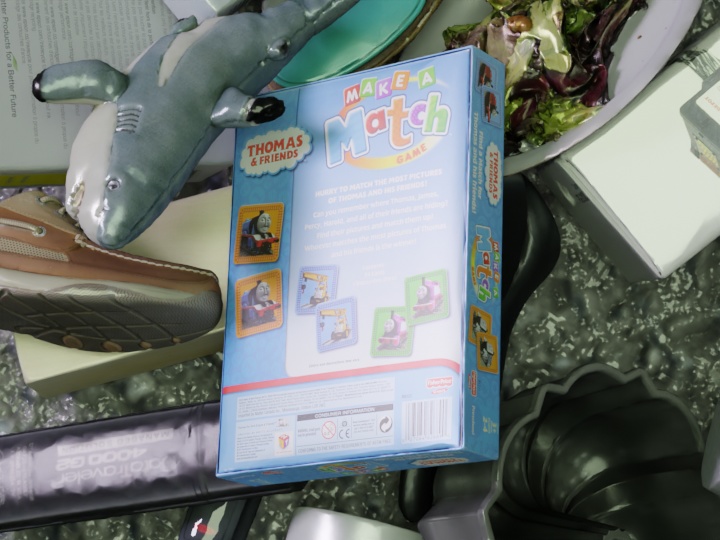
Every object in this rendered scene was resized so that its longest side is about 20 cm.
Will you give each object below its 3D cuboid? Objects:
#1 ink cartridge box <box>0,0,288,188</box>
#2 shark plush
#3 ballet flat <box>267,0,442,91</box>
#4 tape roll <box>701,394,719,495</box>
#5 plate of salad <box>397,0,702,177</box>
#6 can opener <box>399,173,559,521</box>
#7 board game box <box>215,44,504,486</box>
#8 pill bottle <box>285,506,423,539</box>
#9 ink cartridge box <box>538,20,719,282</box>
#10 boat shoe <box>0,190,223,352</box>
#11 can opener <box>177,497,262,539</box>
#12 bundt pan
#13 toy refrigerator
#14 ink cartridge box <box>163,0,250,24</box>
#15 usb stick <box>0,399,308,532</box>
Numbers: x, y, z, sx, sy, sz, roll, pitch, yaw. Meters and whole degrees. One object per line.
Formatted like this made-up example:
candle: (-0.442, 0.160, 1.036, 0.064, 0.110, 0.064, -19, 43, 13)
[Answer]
ink cartridge box: (-0.133, -0.144, 1.322, 0.200, 0.047, 0.198, -2, 76, -25)
shark plush: (-0.067, -0.081, 1.248, 0.200, 0.083, 0.091, -29, 126, -22)
ballet flat: (0.025, -0.165, 1.331, 0.068, 0.072, 0.200, 35, 88, 14)
tape roll: (0.240, 0.030, 1.242, 0.066, 0.200, 0.201, 23, 88, 1)
plate of salad: (0.089, -0.129, 1.278, 0.200, 0.200, 0.048, -44, 124, -1)
can opener: (0.054, 0.039, 1.322, 0.063, 0.079, 0.200, 21, 102, 42)
board game box: (0.000, 0.000, 1.228, 0.151, 0.037, 0.201, -9, 72, 36)
pill bottle: (-0.019, 0.230, 1.289, 0.112, 0.112, 0.200, 14, 79, 2)
ink cartridge box: (0.198, -0.085, 1.288, 0.200, 0.145, 0.084, -39, 89, -1)
boat shoe: (-0.167, -0.007, 1.264, 0.199, 0.076, 0.072, 8, 66, 0)
can opener: (-0.082, 0.142, 1.322, 0.078, 0.063, 0.200, 23, 88, 3)
bundt pan: (0.105, 0.149, 1.274, 0.202, 0.076, 0.202, 7, 80, -43)
toy refrigerator: (-0.086, 0.004, 1.329, 0.200, 0.070, 0.076, -16, 80, 0)
ink cartridge box: (-0.087, -0.248, 1.316, 0.160, 0.047, 0.200, -40, 93, -24)
usb stick: (-0.117, 0.102, 1.307, 0.200, 0.033, 0.056, -10, 72, 22)
